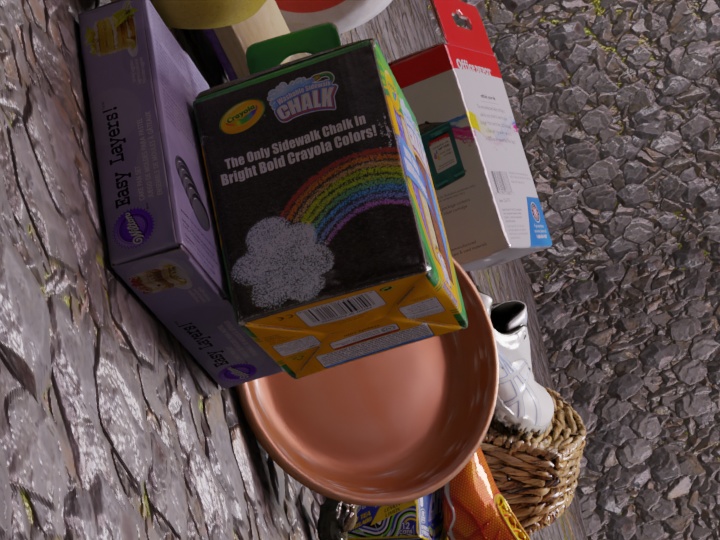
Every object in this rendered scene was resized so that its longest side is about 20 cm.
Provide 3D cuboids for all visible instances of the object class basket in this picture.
[{"bbox_3d":[0.128,0.196,1.635,0.200,0.141,0.150,-69,172,-77],"label":"basket"}]

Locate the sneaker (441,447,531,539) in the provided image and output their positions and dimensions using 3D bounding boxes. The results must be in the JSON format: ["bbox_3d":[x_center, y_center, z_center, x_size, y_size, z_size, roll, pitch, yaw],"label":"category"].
[{"bbox_3d":[0.114,0.222,1.393,0.073,0.077,0.202,-32,106,-71],"label":"sneaker"}]

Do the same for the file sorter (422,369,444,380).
[{"bbox_3d":[0.000,0.000,1.346,0.139,0.124,0.202,-5,77,-66],"label":"file sorter"}]

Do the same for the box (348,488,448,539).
[{"bbox_3d":[0.037,0.199,1.434,0.200,0.069,0.065,46,41,-70],"label":"box"}]

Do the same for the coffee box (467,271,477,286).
[{"bbox_3d":[0.054,0.035,1.634,0.200,0.079,0.114,115,-47,-77],"label":"coffee box"}]

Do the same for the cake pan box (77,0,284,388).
[{"bbox_3d":[-0.108,-0.045,1.105,0.200,0.052,0.186,56,21,-61],"label":"cake pan box"}]

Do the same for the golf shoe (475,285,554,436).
[{"bbox_3d":[0.127,0.078,1.516,0.078,0.098,0.200,37,4,37],"label":"golf shoe"}]

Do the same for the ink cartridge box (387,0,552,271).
[{"bbox_3d":[0.074,-0.103,1.346,0.116,0.067,0.202,-3,75,-67],"label":"ink cartridge box"}]

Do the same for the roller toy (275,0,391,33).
[{"bbox_3d":[-0.045,-0.297,1.533,0.199,0.183,0.140,37,12,0],"label":"roller toy"}]

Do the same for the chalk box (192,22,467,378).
[{"bbox_3d":[-0.022,-0.056,1.101,0.124,0.124,0.202,53,23,-66],"label":"chalk box"}]

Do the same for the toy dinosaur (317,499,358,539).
[{"bbox_3d":[0.008,0.256,1.269,0.088,0.047,0.202,23,50,-59],"label":"toy dinosaur"}]

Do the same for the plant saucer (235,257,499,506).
[{"bbox_3d":[0.002,0.064,1.223,0.037,0.199,0.202,-26,-101,63],"label":"plant saucer"}]

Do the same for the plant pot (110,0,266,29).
[{"bbox_3d":[-0.108,-0.238,1.116,0.201,0.198,0.143,-92,-174,-59],"label":"plant pot"}]

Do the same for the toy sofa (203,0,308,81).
[{"bbox_3d":[-0.103,-0.192,1.364,0.201,0.097,0.083,64,37,-46],"label":"toy sofa"}]
